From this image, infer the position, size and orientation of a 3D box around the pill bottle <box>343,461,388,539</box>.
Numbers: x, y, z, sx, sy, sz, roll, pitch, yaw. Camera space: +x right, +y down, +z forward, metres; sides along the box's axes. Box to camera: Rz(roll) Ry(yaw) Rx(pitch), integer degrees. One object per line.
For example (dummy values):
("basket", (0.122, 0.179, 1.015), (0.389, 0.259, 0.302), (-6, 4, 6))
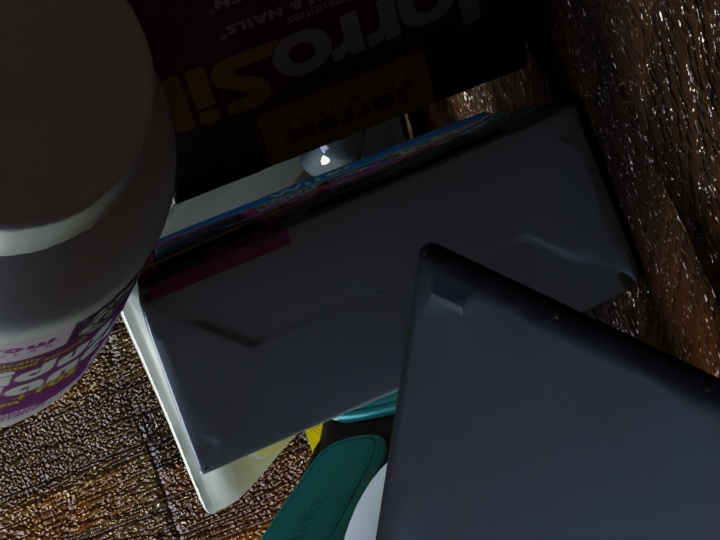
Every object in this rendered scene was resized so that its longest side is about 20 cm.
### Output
("pill bottle", (0.047, 0.117, 0.850), (0.200, 0.119, 0.120), (107, 146, -52))

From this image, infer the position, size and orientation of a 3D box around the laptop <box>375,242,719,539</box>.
("laptop", (0.097, 0.112, 0.664), (0.187, 0.116, 0.200), (26, 113, 53))

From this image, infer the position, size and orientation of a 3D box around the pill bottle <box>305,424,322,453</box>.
("pill bottle", (0.020, 0.053, 1.242), (0.200, 0.104, 0.104), (73, 175, -52))

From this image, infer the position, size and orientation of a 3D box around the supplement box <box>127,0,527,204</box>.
("supplement box", (-0.036, -0.134, 0.787), (0.200, 0.131, 0.103), (72, 174, -55))

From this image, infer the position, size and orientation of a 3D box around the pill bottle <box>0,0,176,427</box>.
("pill bottle", (-0.114, -0.023, 0.768), (0.200, 0.112, 0.112), (128, 122, -71))

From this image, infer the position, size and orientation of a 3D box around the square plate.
("square plate", (-0.028, -0.002, 1.257), (0.028, 0.198, 0.200), (27, 153, 28))

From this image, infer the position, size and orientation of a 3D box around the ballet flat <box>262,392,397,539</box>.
("ballet flat", (0.018, 0.078, 1.031), (0.072, 0.068, 0.200), (57, -141, -30))

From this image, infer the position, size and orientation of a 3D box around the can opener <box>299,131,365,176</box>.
("can opener", (0.002, -0.073, 1.067), (0.200, 0.053, 0.067), (83, -164, -87))

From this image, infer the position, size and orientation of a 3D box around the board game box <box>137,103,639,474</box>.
("board game box", (0.000, 0.000, 0.879), (0.200, 0.147, 0.064), (-156, 44, -84))
